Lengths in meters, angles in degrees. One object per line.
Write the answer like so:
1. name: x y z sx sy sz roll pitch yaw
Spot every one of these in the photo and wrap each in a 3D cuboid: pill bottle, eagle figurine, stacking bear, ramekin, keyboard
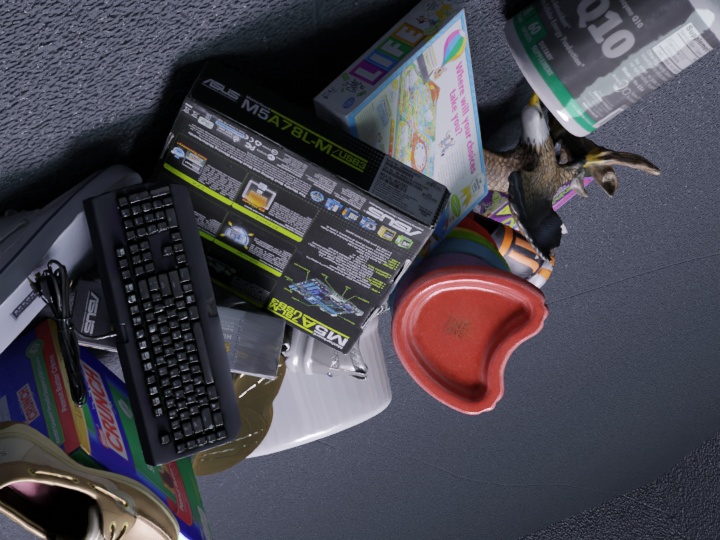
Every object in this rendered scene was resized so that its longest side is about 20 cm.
1. pill bottle: 0.222 -0.204 1.380 0.200 0.113 0.113 -35 161 17
2. eagle figurine: 0.139 -0.086 1.559 0.200 0.152 0.151 -28 -172 -40
3. stacking bear: 0.080 0.013 1.477 0.122 0.113 0.200 -62 -171 19
4. ramekin: -0.066 0.110 1.710 0.199 0.098 0.200 -18 -177 1
5. keyboard: -0.162 0.042 1.255 0.126 0.201 0.021 -15 -169 -16

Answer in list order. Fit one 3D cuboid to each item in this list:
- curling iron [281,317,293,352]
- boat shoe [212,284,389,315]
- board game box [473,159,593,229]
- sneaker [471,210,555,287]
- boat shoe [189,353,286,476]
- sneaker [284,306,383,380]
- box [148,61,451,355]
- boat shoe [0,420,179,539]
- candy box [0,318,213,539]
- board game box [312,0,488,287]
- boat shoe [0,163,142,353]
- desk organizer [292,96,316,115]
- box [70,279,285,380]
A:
1. curling iron: -0.052 -0.011 1.430 0.049 0.201 0.026 -23 124 28
2. boat shoe: -0.045 0.026 1.585 0.199 0.068 0.074 13 143 -39
3. board game box: 0.139 -0.049 1.815 0.120 0.032 0.200 -1 148 -48
4. sneaker: 0.079 -0.017 1.653 0.112 0.078 0.200 27 151 -33
5. boat shoe: -0.118 0.112 1.583 0.071 0.066 0.201 -13 150 -28
6. sneaker: 0.000 0.000 1.520 0.075 0.082 0.201 22 84 -85
7. box: -0.058 -0.041 1.297 0.048 0.199 0.193 -65 -176 -34
8. boat shoe: -0.219 0.191 1.368 0.074 0.067 0.200 -43 127 18
9. candy box: -0.219 0.161 1.501 0.077 0.169 0.200 -35 131 9
10. board game box: 0.036 -0.092 1.342 0.134 0.034 0.201 -44 145 -25
11. boat shoe: -0.245 -0.014 1.274 0.200 0.065 0.074 -45 158 -20
12. desk organizer: 0.001 -0.095 1.400 0.199 0.077 0.072 -17 159 -32
13. box: -0.150 0.047 1.382 0.158 0.049 0.200 12 177 -10
